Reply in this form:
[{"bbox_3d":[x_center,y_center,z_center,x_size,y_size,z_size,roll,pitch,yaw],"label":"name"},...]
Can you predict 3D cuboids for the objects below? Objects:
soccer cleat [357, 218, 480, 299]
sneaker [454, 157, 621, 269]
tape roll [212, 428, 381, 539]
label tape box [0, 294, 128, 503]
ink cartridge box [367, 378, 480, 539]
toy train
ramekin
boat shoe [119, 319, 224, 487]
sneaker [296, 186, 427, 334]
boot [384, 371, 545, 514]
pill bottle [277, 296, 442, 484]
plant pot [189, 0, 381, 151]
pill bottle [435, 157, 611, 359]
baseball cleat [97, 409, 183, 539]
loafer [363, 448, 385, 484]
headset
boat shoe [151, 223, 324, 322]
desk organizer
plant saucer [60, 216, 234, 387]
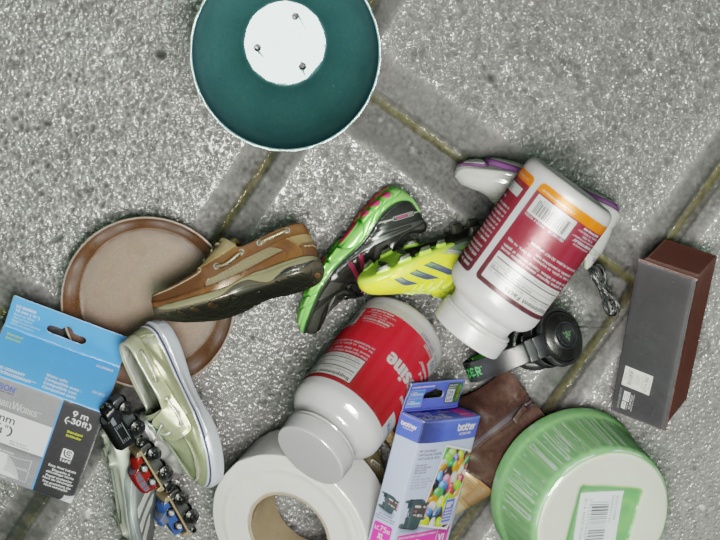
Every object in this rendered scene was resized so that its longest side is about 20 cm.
[{"bbox_3d":[0.085,0.003,1.632,0.199,0.064,0.085,-19,107,-34],"label":"soccer cleat"},{"bbox_3d":[0.193,-0.063,1.655,0.198,0.075,0.101,21,100,-8],"label":"sneaker"},{"bbox_3d":[-0.068,0.286,1.683,0.200,0.071,0.205,10,115,21],"label":"tape roll"},{"bbox_3d":[-0.361,0.148,1.658,0.143,0.063,0.202,20,115,-8],"label":"label tape box"},{"bbox_3d":[0.074,0.223,1.633,0.042,0.119,0.203,17,98,36],"label":"ink cartridge box"},{"bbox_3d":[-0.240,0.226,1.656,0.046,0.034,0.201,-36,117,-18],"label":"toy train"},{"bbox_3d":[0.260,0.271,1.700,0.197,0.098,0.203,-6,109,-18],"label":"ramekin"},{"bbox_3d":[-0.215,0.157,1.647,0.062,0.072,0.202,-26,98,-35],"label":"boat shoe"},{"bbox_3d":[0.000,0.000,1.660,0.084,0.077,0.200,40,99,-7],"label":"sneaker"},{"bbox_3d":[0.110,0.169,1.722,0.166,0.072,0.200,-42,101,-6],"label":"boot"},{"bbox_3d":[-0.002,0.133,1.614,0.112,0.112,0.200,47,56,-12],"label":"pill bottle"},{"bbox_3d":[-0.081,-0.238,1.568,0.197,0.135,0.203,-1,104,-3],"label":"plant pot"},{"bbox_3d":[0.170,-0.010,1.576,0.112,0.113,0.201,34,101,-10],"label":"pill bottle"},{"bbox_3d":[-0.244,0.259,1.711,0.105,0.070,0.202,-14,115,-18],"label":"baseball cleat"},{"bbox_3d":[-0.001,0.239,1.713,0.075,0.067,0.202,-4,112,30],"label":"loafer"},{"bbox_3d":[0.205,0.066,1.672,0.198,0.123,0.095,-21,89,-14],"label":"headset"},{"bbox_3d":[-0.137,0.002,1.628,0.198,0.076,0.075,-17,72,9],"label":"boat shoe"},{"bbox_3d":[0.351,0.073,1.695,0.071,0.077,0.202,20,121,26],"label":"desk organizer"},{"bbox_3d":[-0.242,0.035,1.676,0.197,0.035,0.203,-1,103,-4],"label":"plant saucer"}]
